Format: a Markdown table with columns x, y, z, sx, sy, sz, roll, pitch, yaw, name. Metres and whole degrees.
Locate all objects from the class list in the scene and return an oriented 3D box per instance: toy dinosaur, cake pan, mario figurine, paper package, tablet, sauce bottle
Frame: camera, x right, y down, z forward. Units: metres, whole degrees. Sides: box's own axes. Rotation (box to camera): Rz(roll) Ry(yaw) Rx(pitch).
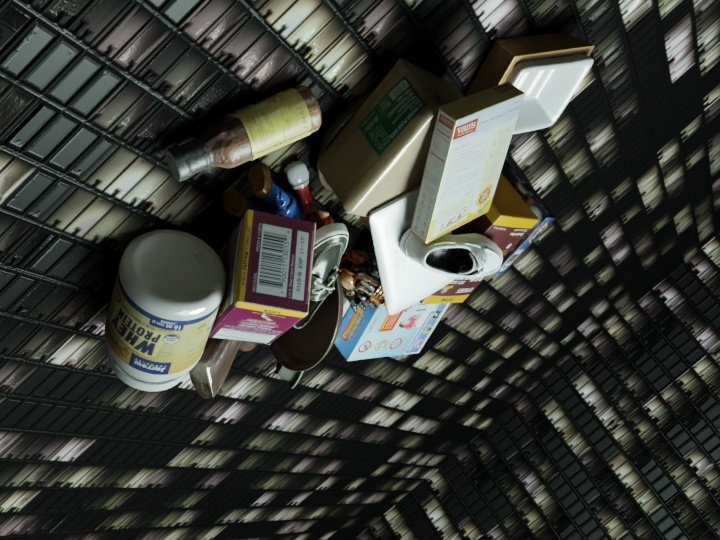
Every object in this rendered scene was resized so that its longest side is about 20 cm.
| x | y | z | sx | sy | sz | roll | pitch | yaw | name |
| --- | --- | --- | --- | --- | --- | --- | --- | --- | --- |
| 0.000 | 0.000 | 1.481 | 0.102 | 0.201 | 0.136 | -38 | 171 | 0 | toy dinosaur |
| -0.098 | 0.099 | 1.577 | 0.200 | 0.036 | 0.204 | -158 | -91 | -82 | cake pan |
| -0.116 | -0.090 | 1.339 | 0.121 | 0.108 | 0.199 | -8 | 158 | 29 | mario figurine |
| 0.064 | -0.171 | 1.308 | 0.200 | 0.104 | 0.189 | -47 | 155 | 22 | paper package |
| 0.081 | -0.033 | 1.355 | 0.129 | 0.014 | 0.202 | -28 | 135 | -16 | tablet |
| -0.144 | -0.168 | 1.143 | 0.198 | 0.066 | 0.066 | -26 | 154 | -24 | sauce bottle |

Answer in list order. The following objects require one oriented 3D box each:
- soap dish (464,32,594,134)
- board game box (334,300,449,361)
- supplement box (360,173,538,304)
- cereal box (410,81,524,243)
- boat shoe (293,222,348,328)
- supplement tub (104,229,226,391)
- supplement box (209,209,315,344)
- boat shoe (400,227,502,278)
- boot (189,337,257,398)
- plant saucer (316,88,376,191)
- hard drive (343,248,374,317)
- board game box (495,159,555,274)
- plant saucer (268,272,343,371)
| x | y | z | sx | sy | sz | roll | pitch | yaw | name |
| --- | --- | --- | --- | --- | --- | --- | --- | --- | --- |
| 0.258 | -0.293 | 1.452 | 0.198 | 0.082 | 0.158 | -17 | 149 | -38 | soap dish |
| 0.072 | 0.065 | 1.663 | 0.194 | 0.056 | 0.202 | -1 | 130 | -45 | board game box |
| 0.142 | -0.086 | 1.517 | 0.132 | 0.199 | 0.200 | 0 | 138 | -53 | supplement box |
| 0.144 | -0.147 | 1.264 | 0.143 | 0.039 | 0.203 | -26 | 141 | -37 | cereal box |
| -0.061 | 0.010 | 1.343 | 0.070 | 0.064 | 0.201 | -7 | 148 | -31 | boat shoe |
| -0.272 | 0.059 | 1.269 | 0.143 | 0.145 | 0.201 | -17 | 149 | -37 | supplement tub |
| -0.141 | 0.016 | 1.285 | 0.101 | 0.134 | 0.200 | 10 | 161 | -19 | supplement box |
| 0.147 | -0.019 | 1.354 | 0.198 | 0.069 | 0.073 | 19 | 110 | -42 | boat shoe |
| -0.212 | 0.134 | 1.448 | 0.188 | 0.063 | 0.202 | 90 | 11 | -49 | boot |
| 0.015 | -0.196 | 1.356 | 0.198 | 0.030 | 0.201 | -30 | 154 | -16 | plant saucer |
| -0.028 | 0.059 | 1.649 | 0.200 | 0.026 | 0.133 | -51 | 171 | -45 | hard drive |
| 0.219 | -0.114 | 1.569 | 0.034 | 0.201 | 0.136 | 1 | 136 | -53 | board game box |
| -0.087 | 0.055 | 1.445 | 0.032 | 0.202 | 0.201 | 3 | 136 | -41 | plant saucer |
